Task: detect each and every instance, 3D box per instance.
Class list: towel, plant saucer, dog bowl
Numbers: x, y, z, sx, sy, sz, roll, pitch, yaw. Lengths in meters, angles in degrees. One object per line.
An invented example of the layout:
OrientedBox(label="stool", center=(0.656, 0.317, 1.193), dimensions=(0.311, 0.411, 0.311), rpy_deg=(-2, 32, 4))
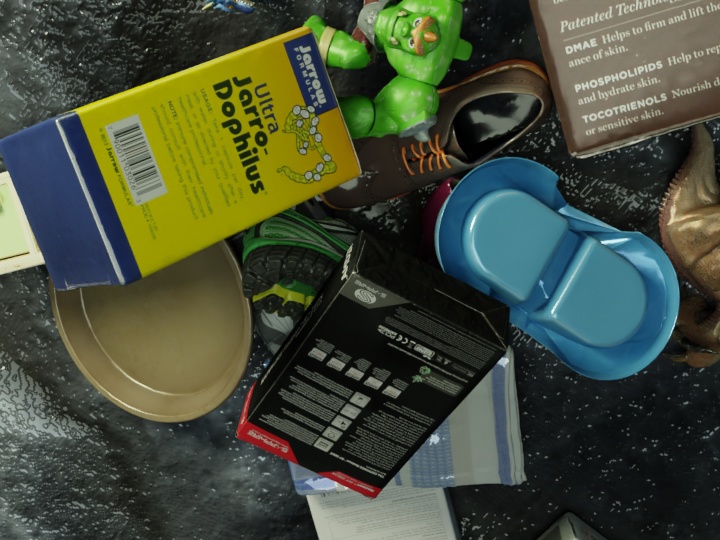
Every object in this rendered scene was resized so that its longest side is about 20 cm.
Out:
OrientedBox(label="towel", center=(0.031, 0.122, 0.947), dimensions=(0.197, 0.024, 0.148), rpy_deg=(-3, 127, 7))
OrientedBox(label="plant saucer", center=(-0.166, 0.024, 0.960), dimensions=(0.198, 0.029, 0.202), rpy_deg=(9, 110, 25))
OrientedBox(label="dog bowl", center=(0.140, -0.001, 0.875), dimensions=(0.199, 0.050, 0.112), rpy_deg=(32, 86, -12))

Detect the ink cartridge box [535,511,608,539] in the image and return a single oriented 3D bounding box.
OrientedBox(label="ink cartridge box", center=(0.204, 0.330, 1.057), dimensions=(0.199, 0.057, 0.163), rpy_deg=(36, 109, -16))

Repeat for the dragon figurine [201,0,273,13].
OrientedBox(label="dragon figurine", center=(-0.144, -0.262, 0.867), dimensions=(0.198, 0.059, 0.100), rpy_deg=(25, 110, -5))

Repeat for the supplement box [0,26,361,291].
OrientedBox(label="supplement box", center=(-0.117, -0.075, 0.796), dimensions=(0.108, 0.199, 0.111), rpy_deg=(-4, 109, 54))

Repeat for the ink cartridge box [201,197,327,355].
OrientedBox(label="ink cartridge box", center=(-0.062, -0.007, 0.963), dimensions=(0.099, 0.039, 0.201), rpy_deg=(-31, 103, 16))

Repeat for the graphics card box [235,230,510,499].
OrientedBox(label="graphics card box", center=(0.005, 0.075, 0.862), dimensions=(0.125, 0.051, 0.201), rpy_deg=(26, 131, -11))

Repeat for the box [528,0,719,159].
OrientedBox(label="box", center=(0.190, -0.207, 0.795), dimensions=(0.162, 0.166, 0.202), rpy_deg=(-15, 107, 12))

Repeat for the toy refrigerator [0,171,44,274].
OrientedBox(label="toy refrigerator", center=(-0.224, -0.050, 0.910), dimensions=(0.198, 0.070, 0.077), rpy_deg=(-11, 100, 30))

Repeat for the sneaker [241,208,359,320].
OrientedBox(label="sneaker", center=(0.000, 0.000, 0.903), dimensions=(0.199, 0.086, 0.078), rpy_deg=(23, 132, -32))

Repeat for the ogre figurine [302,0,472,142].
OrientedBox(label="ogre figurine", center=(0.018, -0.181, 0.861), dimensions=(0.119, 0.098, 0.202), rpy_deg=(20, 81, 17))

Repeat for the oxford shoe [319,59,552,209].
OrientedBox(label="oxford shoe", center=(0.051, -0.099, 0.898), dimensions=(0.199, 0.073, 0.072), rpy_deg=(-27, 105, 14))

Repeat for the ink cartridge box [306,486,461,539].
OrientedBox(label="ink cartridge box", center=(0.022, 0.216, 1.033), dimensions=(0.118, 0.042, 0.202), rpy_deg=(-12, 105, 9))

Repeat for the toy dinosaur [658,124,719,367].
OrientedBox(label="toy dinosaur", center=(0.266, -0.013, 0.906), dimensions=(0.134, 0.086, 0.202), rpy_deg=(-23, 100, 21))

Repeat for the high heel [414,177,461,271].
OrientedBox(label="high heel", center=(0.137, -0.001, 0.912), dimensions=(0.198, 0.068, 0.097), rpy_deg=(19, 143, 1))
